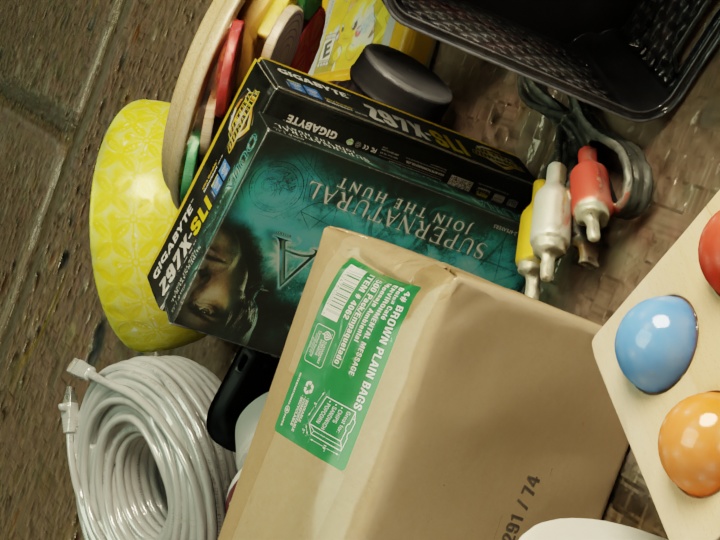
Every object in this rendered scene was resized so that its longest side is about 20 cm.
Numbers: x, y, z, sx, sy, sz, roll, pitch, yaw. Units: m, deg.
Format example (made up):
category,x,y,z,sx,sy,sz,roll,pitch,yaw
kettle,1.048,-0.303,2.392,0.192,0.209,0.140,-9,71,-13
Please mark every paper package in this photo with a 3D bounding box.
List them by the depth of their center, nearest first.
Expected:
category,x,y,z,sx,sy,sz,roll,pitch,yaw
paper package,0.039,0.101,0.848,0.103,0.190,0.200,22,92,45

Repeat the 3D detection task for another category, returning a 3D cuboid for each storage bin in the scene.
category,x,y,z,sx,sy,sz,roll,pitch,yaw
storage bin,0.107,-0.184,0.898,0.135,0.200,0.094,-59,31,23

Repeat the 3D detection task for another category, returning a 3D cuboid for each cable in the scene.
category,x,y,z,sx,sy,sz,roll,pitch,yaw
cable,0.122,-0.080,0.970,0.097,0.050,0.200,-45,38,43
cable,-0.151,0.164,1.247,0.200,0.069,0.201,1,95,51

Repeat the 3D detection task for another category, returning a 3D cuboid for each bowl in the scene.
category,x,y,z,sx,sy,sz,roll,pitch,yaw
bowl,-0.123,-0.036,1.297,0.107,0.200,0.201,0,67,17

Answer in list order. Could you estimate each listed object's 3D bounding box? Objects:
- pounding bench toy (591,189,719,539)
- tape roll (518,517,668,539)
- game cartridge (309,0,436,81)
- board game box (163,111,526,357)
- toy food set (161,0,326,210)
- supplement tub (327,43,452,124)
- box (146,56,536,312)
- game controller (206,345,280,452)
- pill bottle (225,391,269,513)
category,x,y,z,sx,sy,sz,roll,pitch,yaw
pounding bench toy,0.196,0.070,0.624,0.124,0.156,0.200,-54,32,30
tape roll,0.116,0.211,0.639,0.139,0.202,0.203,-62,29,16
game cartridge,0.017,-0.221,1.276,0.176,0.032,0.200,3,77,62
board game box,0.000,0.000,0.982,0.135,0.200,0.028,-62,27,19
toy food set,-0.072,-0.120,1.061,0.198,0.049,0.200,94,-159,-67
supplement tub,-0.015,-0.058,1.151,0.200,0.107,0.107,-58,30,24
box,-0.009,-0.025,1.016,0.160,0.200,0.049,-60,31,21
game controller,-0.026,0.046,1.108,0.200,0.104,0.042,-62,26,18
pill bottle,-0.025,0.176,1.016,0.114,0.114,0.200,-49,34,37
